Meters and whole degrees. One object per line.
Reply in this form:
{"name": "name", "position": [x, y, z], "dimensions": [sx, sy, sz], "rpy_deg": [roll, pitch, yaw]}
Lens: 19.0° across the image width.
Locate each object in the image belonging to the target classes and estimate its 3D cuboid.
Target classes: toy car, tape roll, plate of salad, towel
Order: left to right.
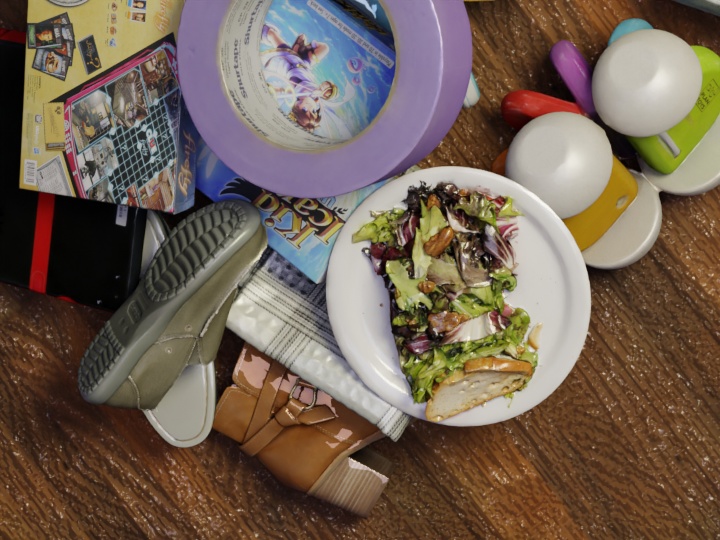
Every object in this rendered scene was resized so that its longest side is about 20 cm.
{"name": "tape roll", "position": [-0.025, -0.155, 1.539], "dimensions": [0.199, 0.085, 0.201], "rpy_deg": [2, 98, 17]}
{"name": "towel", "position": [0.000, 0.000, 1.668], "dimensions": [0.200, 0.035, 0.193], "rpy_deg": [34, 84, 14]}
{"name": "plate of salad", "position": [0.069, 0.023, 1.587], "dimensions": [0.199, 0.048, 0.201], "rpy_deg": [4, 107, 12]}
{"name": "toy car", "position": [0.184, -0.110, 1.648], "dimensions": [0.200, 0.175, 0.150], "rpy_deg": [-44, 57, 5]}

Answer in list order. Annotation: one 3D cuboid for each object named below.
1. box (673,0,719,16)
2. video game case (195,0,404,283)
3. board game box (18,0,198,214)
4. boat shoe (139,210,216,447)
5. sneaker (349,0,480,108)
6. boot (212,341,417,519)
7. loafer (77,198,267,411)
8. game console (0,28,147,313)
{"name": "box", "position": [0.353, -0.272, 1.625], "dimensions": [0.198, 0.131, 0.201], "rpy_deg": [18, 95, 0]}
{"name": "video game case", "position": [-0.054, -0.122, 1.623], "dimensions": [0.200, 0.045, 0.182], "rpy_deg": [38, 110, 9]}
{"name": "board game box", "position": [-0.184, -0.151, 1.599], "dimensions": [0.135, 0.035, 0.201], "rpy_deg": [10, 104, 21]}
{"name": "boat shoe", "position": [-0.156, 0.039, 1.701], "dimensions": [0.075, 0.062, 0.201], "rpy_deg": [-21, 91, 12]}
{"name": "sneaker", "position": [-0.006, -0.183, 1.671], "dimensions": [0.130, 0.080, 0.200], "rpy_deg": [-36, 84, 3]}
{"name": "boot", "position": [-0.017, 0.080, 1.706], "dimensions": [0.155, 0.077, 0.200], "rpy_deg": [30, 103, 2]}
{"name": "loafer", "position": [-0.133, 0.029, 1.633], "dimensions": [0.070, 0.075, 0.200], "rpy_deg": [31, 111, -33]}
{"name": "game console", "position": [-0.239, -0.078, 1.671], "dimensions": [0.176, 0.031, 0.201], "rpy_deg": [13, 105, 20]}
